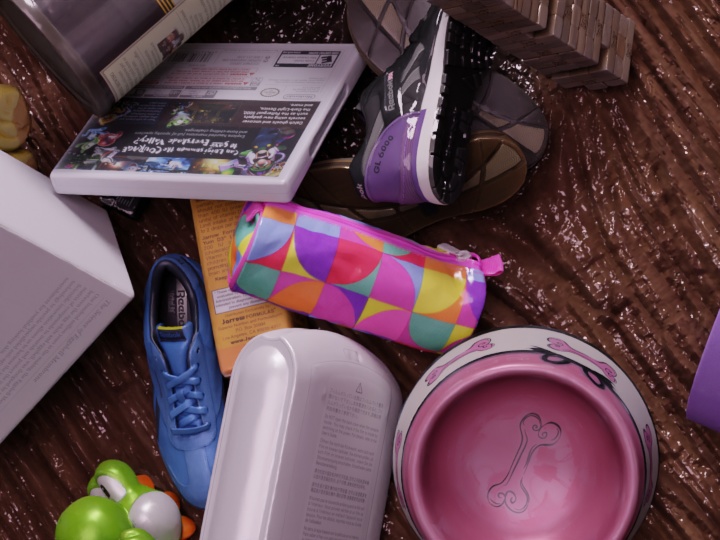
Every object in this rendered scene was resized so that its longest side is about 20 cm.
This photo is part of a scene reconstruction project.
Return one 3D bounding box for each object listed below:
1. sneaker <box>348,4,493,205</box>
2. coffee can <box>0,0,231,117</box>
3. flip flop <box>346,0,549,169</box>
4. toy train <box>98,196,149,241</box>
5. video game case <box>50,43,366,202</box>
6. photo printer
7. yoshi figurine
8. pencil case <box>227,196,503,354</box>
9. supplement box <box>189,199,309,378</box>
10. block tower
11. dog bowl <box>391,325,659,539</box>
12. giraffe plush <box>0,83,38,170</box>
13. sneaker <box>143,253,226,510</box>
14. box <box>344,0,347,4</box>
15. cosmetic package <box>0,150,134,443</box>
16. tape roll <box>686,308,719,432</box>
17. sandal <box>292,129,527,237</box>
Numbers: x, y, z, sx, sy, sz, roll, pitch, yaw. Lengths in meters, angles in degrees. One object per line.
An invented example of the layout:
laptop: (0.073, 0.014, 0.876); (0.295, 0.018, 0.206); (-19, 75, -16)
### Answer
sneaker: (0.039, -0.143, 1.387); (0.087, 0.076, 0.201); (0, 60, 28)
coffee can: (-0.174, -0.238, 1.431); (0.200, 0.146, 0.146); (-43, 74, -9)
flip flop: (0.065, -0.153, 1.458); (0.200, 0.058, 0.081); (43, 80, 1)
toy train: (-0.216, -0.007, 1.504); (0.046, 0.034, 0.201); (25, 86, 5)
video game case: (-0.115, -0.117, 1.436); (0.199, 0.023, 0.182); (3, 41, 22)
photo printer: (-0.040, 0.145, 1.370); (0.069, 0.166, 0.201); (5, 81, 33)
yoshi figurine: (-0.160, 0.237, 1.410); (0.112, 0.112, 0.200); (-45, 71, 8)
pencil case: (0.000, 0.000, 1.393); (0.199, 0.088, 0.089); (14, 82, -13)
supplement box: (-0.089, -0.016, 1.459); (0.069, 0.067, 0.201); (-15, 78, 9)
block tower: (0.126, -0.194, 1.379); (0.054, 0.200, 0.058); (-7, 67, 41)
dog bowl: (0.119, 0.144, 1.352); (0.199, 0.074, 0.201); (1, 96, 6)
giraffe plush: (-0.381, -0.098, 1.506); (0.162, 0.200, 0.173); (27, 97, 48)
sneaker: (-0.138, 0.086, 1.446); (0.066, 0.078, 0.201); (-9, 79, 9)
box: (-0.038, -0.325, 1.433); (0.097, 0.200, 0.176); (-37, 74, 2)
cosmetic package: (-0.315, 0.012, 1.401); (0.199, 0.200, 0.123); (-46, 37, 16)
tape roll: (0.295, 0.024, 1.296); (0.065, 0.200, 0.201); (22, 85, 15)
sandal: (0.034, -0.071, 1.441); (0.199, 0.054, 0.081); (-14, 122, 18)
